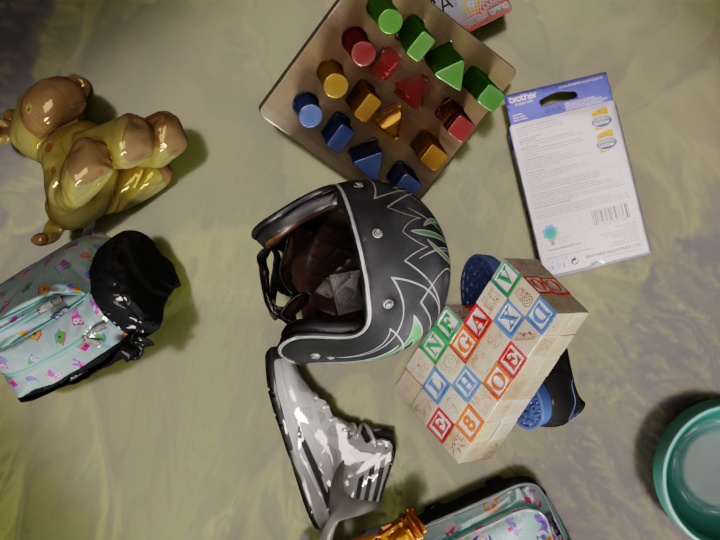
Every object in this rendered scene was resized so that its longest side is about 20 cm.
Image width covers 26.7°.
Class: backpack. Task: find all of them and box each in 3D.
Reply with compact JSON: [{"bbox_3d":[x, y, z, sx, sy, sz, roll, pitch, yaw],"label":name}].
[{"bbox_3d":[0.149,0.332,1.568,0.176,0.151,0.201,-23,93,1],"label":"backpack"},{"bbox_3d":[-0.303,0.046,1.586,0.199,0.167,0.127,-28,105,17],"label":"backpack"}]

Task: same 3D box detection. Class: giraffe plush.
[{"bbox_3d":[-0.305,-0.138,1.609,0.200,0.172,0.163,-44,75,35],"label":"giraffe plush"}]

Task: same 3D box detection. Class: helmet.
[{"bbox_3d":[0.000,0.000,1.543,0.190,0.200,0.201,-21,88,20],"label":"helmet"}]

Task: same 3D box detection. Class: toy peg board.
[{"bbox_3d":[0.033,-0.176,1.553,0.199,0.098,0.200,35,102,-18],"label":"toy peg board"}]

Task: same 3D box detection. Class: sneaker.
[{"bbox_3d":[0.173,0.074,1.611,0.077,0.070,0.201,-5,67,-40],"label":"sneaker"},{"bbox_3d":[-0.028,0.164,1.621,0.115,0.076,0.202,-18,96,-6],"label":"sneaker"}]

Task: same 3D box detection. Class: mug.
[{"bbox_3d":[0.395,0.214,1.568,0.184,0.114,0.153,20,89,2],"label":"mug"}]

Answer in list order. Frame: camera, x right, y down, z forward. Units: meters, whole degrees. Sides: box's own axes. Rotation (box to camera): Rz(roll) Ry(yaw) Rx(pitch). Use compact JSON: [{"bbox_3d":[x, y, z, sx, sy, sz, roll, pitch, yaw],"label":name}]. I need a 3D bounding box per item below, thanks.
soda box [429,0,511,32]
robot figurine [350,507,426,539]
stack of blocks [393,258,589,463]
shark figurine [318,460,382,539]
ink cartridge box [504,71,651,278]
[{"bbox_3d":[0.056,-0.265,1.613,0.199,0.064,0.069,-26,105,1],"label":"soda box"},{"bbox_3d":[0.000,0.330,1.494,0.200,0.058,0.145,-38,90,15],"label":"robot figurine"},{"bbox_3d":[0.131,0.083,1.551,0.115,0.058,0.201,48,120,32],"label":"stack of blocks"},{"bbox_3d":[-0.022,0.318,1.578,0.127,0.089,0.216,-24,110,-10],"label":"shark figurine"},{"bbox_3d":[0.229,-0.101,1.620,0.118,0.042,0.202,-13,91,3],"label":"ink cartridge box"}]
